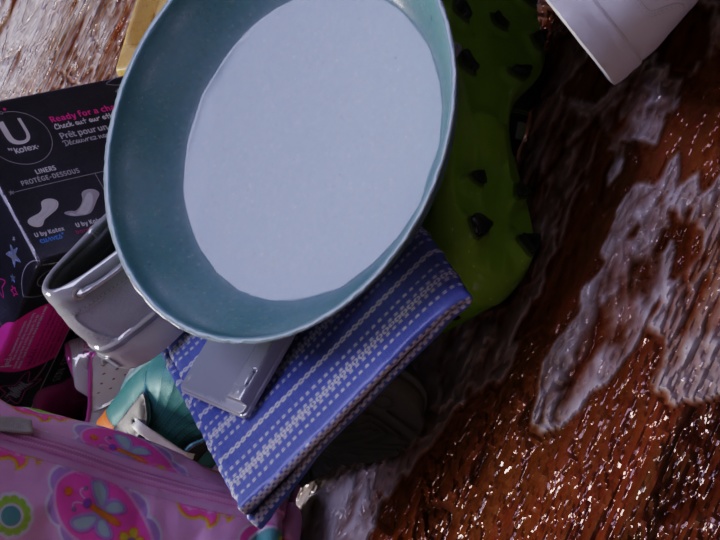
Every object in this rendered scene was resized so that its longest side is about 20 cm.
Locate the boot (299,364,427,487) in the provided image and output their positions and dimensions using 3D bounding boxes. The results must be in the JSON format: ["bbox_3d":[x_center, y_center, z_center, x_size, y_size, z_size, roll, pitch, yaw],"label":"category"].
[{"bbox_3d":[-0.001,-0.001,1.341,0.182,0.072,0.200,-23,40,57],"label":"boot"}]

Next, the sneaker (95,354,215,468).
[{"bbox_3d":[-0.122,0.111,1.433,0.200,0.071,0.080,-48,11,48],"label":"sneaker"}]

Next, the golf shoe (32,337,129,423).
[{"bbox_3d":[-0.108,0.046,1.485,0.200,0.091,0.075,-52,24,27],"label":"golf shoe"}]

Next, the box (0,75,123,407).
[{"bbox_3d":[-0.179,-0.002,1.548,0.115,0.132,0.200,58,143,23],"label":"box"}]

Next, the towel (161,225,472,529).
[{"bbox_3d":[-0.026,0.022,1.257,0.145,0.024,0.200,-46,29,8],"label":"towel"}]

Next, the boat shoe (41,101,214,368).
[{"bbox_3d":[-0.074,-0.045,1.307,0.200,0.068,0.072,-45,29,8],"label":"boat shoe"}]

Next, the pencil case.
[{"bbox_3d":[-0.130,0.116,1.316,0.087,0.199,0.088,-162,90,-84],"label":"pencil case"}]

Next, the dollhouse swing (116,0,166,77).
[{"bbox_3d":[-0.025,-0.172,1.597,0.182,0.175,0.201,65,-143,-63],"label":"dollhouse swing"}]

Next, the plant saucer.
[{"bbox_3d":[-0.030,-0.061,1.221,0.200,0.036,0.201,-13,68,34],"label":"plant saucer"}]

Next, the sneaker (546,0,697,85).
[{"bbox_3d":[0.132,-0.149,1.195,0.116,0.074,0.200,-40,15,8],"label":"sneaker"}]

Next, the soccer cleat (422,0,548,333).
[{"bbox_3d":[0.046,-0.064,1.284,0.081,0.067,0.200,-41,35,45],"label":"soccer cleat"}]

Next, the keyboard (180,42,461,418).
[{"bbox_3d":[-0.019,-0.024,1.251,0.056,0.011,0.200,15,72,58],"label":"keyboard"}]
